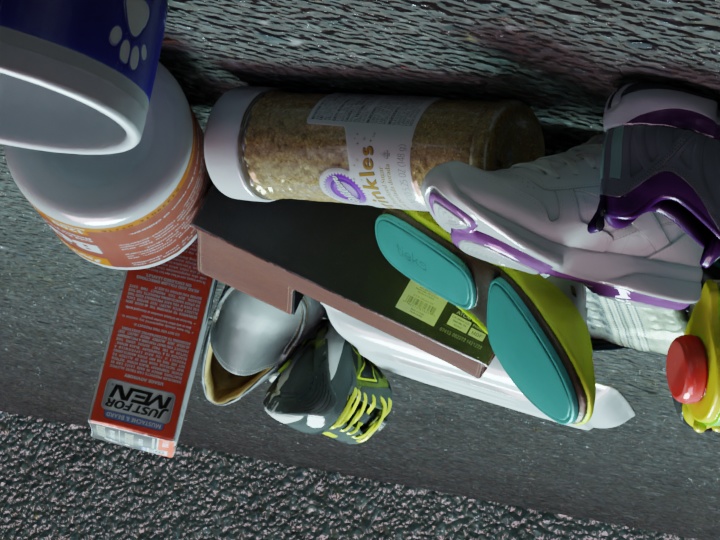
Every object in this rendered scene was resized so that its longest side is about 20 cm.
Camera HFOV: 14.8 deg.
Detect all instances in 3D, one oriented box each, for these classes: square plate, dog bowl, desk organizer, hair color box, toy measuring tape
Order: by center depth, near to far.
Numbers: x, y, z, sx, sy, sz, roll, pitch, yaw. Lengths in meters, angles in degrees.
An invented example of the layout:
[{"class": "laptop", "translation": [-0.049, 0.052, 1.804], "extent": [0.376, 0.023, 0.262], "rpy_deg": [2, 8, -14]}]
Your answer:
[{"class": "dog bowl", "translation": [-0.207, -0.128, 1.494], "extent": [0.200, 0.079, 0.200], "rpy_deg": [12, 170, 2]}, {"class": "toy measuring tape", "translation": [0.228, 0.036, 1.645], "extent": [0.074, 0.074, 0.200], "rpy_deg": [13, 138, -2]}, {"class": "desk organizer", "translation": [0.000, 0.000, 1.706], "extent": [0.200, 0.072, 0.077], "rpy_deg": [25, 158, 8]}, {"class": "square plate", "translation": [0.080, 0.068, 1.853], "extent": [0.200, 0.028, 0.198], "rpy_deg": [16, 176, 11]}, {"class": "hair color box", "translation": [-0.130, 0.018, 1.869], "extent": [0.064, 0.200, 0.111], "rpy_deg": [15, 171, -2]}]

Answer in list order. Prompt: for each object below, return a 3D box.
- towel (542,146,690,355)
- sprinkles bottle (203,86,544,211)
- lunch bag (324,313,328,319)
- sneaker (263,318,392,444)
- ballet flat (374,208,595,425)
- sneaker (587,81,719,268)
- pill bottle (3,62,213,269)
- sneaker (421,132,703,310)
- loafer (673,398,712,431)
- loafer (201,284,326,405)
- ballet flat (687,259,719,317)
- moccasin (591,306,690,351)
[{"class": "towel", "translation": [0.103, -0.023, 1.693], "extent": [0.193, 0.035, 0.200], "rpy_deg": [11, 150, 25]}, {"class": "sprinkles bottle", "translation": [0.006, -0.069, 1.595], "extent": [0.200, 0.068, 0.068], "rpy_deg": [5, 168, 35]}, {"class": "lunch bag", "translation": [0.023, 0.003, 1.940], "extent": [0.161, 0.082, 0.200], "rpy_deg": [5, 168, 32]}, {"class": "sneaker", "translation": [-0.012, 0.081, 1.906], "extent": [0.085, 0.074, 0.200], "rpy_deg": [37, -174, -5]}, {"class": "ballet flat", "translation": [0.088, 0.010, 1.581], "extent": [0.067, 0.067, 0.200], "rpy_deg": [-24, -134, -26]}, {"class": "sneaker", "translation": [0.219, -0.035, 1.461], "extent": [0.200, 0.088, 0.074], "rpy_deg": [13, 170, 1]}, {"class": "pill bottle", "translation": [-0.147, -0.062, 1.695], "extent": [0.112, 0.112, 0.200], "rpy_deg": [11, 170, 6]}, {"class": "sneaker", "translation": [0.114, -0.042, 1.514], "extent": [0.200, 0.100, 0.075], "rpy_deg": [15, -179, -40]}, {"class": "loafer", "translation": [0.272, 0.060, 1.724], "extent": [0.073, 0.072, 0.200], "rpy_deg": [23, 141, -31]}, {"class": "loafer", "translation": [-0.066, 0.039, 1.852], "extent": [0.073, 0.072, 0.200], "rpy_deg": [24, 160, 1]}, {"class": "ballet flat", "translation": [0.227, 0.017, 1.794], "extent": [0.200, 0.068, 0.068], "rpy_deg": [19, -167, -27]}, {"class": "moccasin", "translation": [0.141, 0.017, 1.836], "extent": [0.200, 0.080, 0.068], "rpy_deg": [-4, -151, -17]}]
